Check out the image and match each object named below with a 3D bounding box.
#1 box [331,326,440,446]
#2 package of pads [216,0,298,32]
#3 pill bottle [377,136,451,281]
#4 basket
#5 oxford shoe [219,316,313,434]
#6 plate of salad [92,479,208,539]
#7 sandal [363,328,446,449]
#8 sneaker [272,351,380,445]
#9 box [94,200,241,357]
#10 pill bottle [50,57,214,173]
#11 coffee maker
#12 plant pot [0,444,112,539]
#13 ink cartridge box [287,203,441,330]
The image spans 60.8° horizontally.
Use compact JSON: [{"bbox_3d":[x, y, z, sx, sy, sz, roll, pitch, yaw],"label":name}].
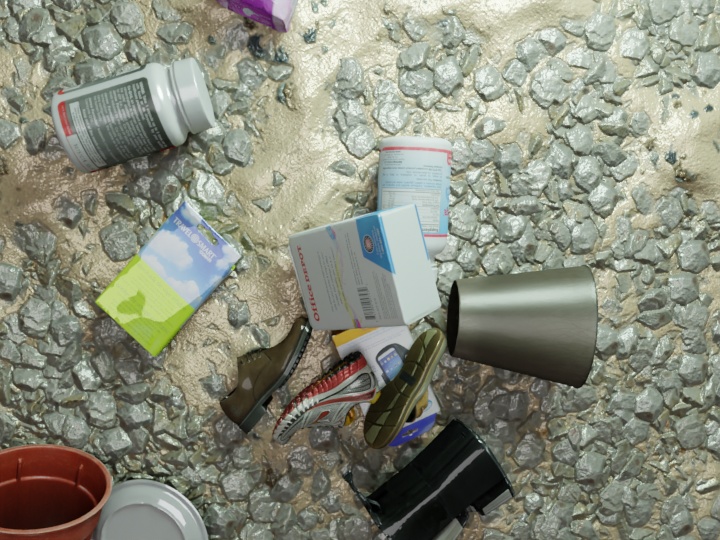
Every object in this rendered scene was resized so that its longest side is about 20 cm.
[{"bbox_3d":[0.043,0.168,0.961,0.116,0.041,0.205,-22,99,-1],"label":"box"},{"bbox_3d":[-0.125,-0.459,0.864,0.118,0.076,0.205,21,94,-3],"label":"package of pads"},{"bbox_3d":[0.077,-0.087,0.900,0.105,0.109,0.207,1,96,-4],"label":"pill bottle"},{"bbox_3d":[0.234,0.076,0.920,0.194,0.136,0.186,5,95,-1],"label":"basket"},{"bbox_3d":[-0.144,0.144,0.929,0.084,0.073,0.202,37,91,-2],"label":"oxford shoe"},{"bbox_3d":[-0.328,0.417,0.957,0.194,0.048,0.207,1,100,6],"label":"plate of salad"},{"bbox_3d":[0.075,0.183,0.915,0.054,0.080,0.203,33,89,-28],"label":"sandal"},{"bbox_3d":[-0.054,0.210,0.918,0.198,0.078,0.083,-38,93,21],"label":"sneaker"},{"bbox_3d":[-0.282,0.011,0.916,0.122,0.048,0.201,42,92,-8],"label":"box"},{"bbox_3d":[-0.311,-0.218,0.857,0.195,0.114,0.117,-17,97,-2],"label":"pill bottle"},{"bbox_3d":[0.110,0.325,0.916,0.199,0.134,0.194,-39,125,-10],"label":"coffee maker"},{"bbox_3d":[-0.474,0.393,0.881,0.195,0.201,0.201,13,104,-5],"label":"plant pot"},{"bbox_3d":[0.000,0.000,0.860,0.084,0.197,0.149,-21,99,-43],"label":"ink cartridge box"}]
